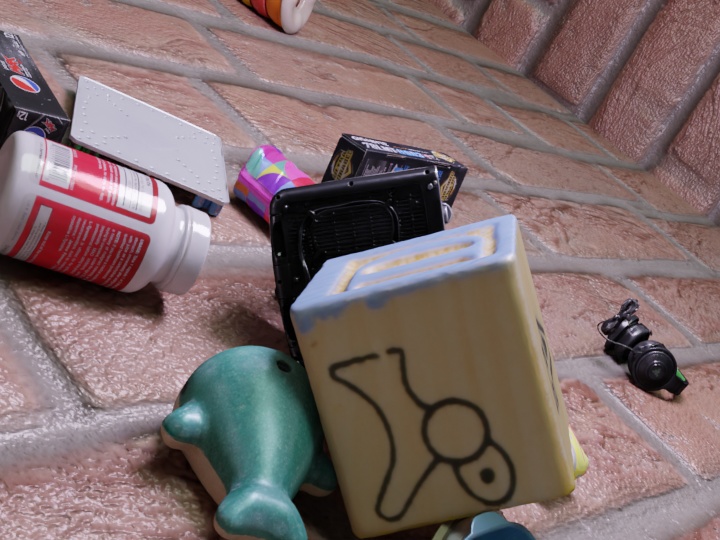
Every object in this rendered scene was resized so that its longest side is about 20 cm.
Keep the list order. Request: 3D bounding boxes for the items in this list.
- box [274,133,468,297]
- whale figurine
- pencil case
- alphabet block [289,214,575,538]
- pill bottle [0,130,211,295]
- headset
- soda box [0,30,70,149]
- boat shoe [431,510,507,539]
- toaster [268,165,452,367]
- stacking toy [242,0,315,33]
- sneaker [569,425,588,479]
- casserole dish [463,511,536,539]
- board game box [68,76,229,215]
[{"bbox_3d":[0.016,-0.046,1.316,0.050,0.202,0.197,35,20,33],"label":"box"},{"bbox_3d":[-0.080,0.136,0.926,0.158,0.104,0.201,24,21,-20],"label":"whale figurine"},{"bbox_3d":[-0.070,-0.069,1.416,0.200,0.089,0.088,41,23,26],"label":"pencil case"},{"bbox_3d":[0.067,0.084,0.992,0.196,0.193,0.202,-54,130,-74],"label":"alphabet block"},{"bbox_3d":[-0.247,-0.046,1.084,0.198,0.113,0.113,20,24,-28],"label":"pill bottle"},{"bbox_3d":[0.411,0.106,1.666,0.199,0.094,0.124,28,18,-41],"label":"headset"},{"bbox_3d":[-0.393,-0.198,1.281,0.070,0.064,0.200,10,30,-42],"label":"soda box"},{"bbox_3d":[0.089,0.245,0.963,0.068,0.075,0.200,33,22,13],"label":"boat shoe"},{"bbox_3d":[0.000,0.000,1.157,0.197,0.183,0.119,-8,2,5],"label":"toaster"},{"bbox_3d":[-0.195,-0.565,2.288,0.198,0.148,0.146,20,19,14],"label":"stacking toy"},{"bbox_3d":[0.179,0.162,1.279,0.090,0.078,0.201,20,28,-48],"label":"sneaker"},{"bbox_3d":[0.119,0.286,0.879,0.121,0.039,0.202,0,65,-52],"label":"casserole dish"},{"bbox_3d":[-0.260,-0.154,1.416,0.198,0.026,0.201,23,24,-21],"label":"board game box"}]
